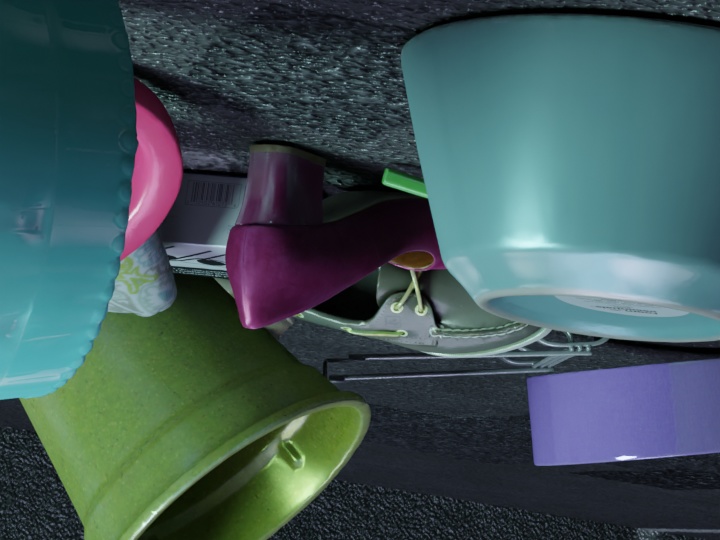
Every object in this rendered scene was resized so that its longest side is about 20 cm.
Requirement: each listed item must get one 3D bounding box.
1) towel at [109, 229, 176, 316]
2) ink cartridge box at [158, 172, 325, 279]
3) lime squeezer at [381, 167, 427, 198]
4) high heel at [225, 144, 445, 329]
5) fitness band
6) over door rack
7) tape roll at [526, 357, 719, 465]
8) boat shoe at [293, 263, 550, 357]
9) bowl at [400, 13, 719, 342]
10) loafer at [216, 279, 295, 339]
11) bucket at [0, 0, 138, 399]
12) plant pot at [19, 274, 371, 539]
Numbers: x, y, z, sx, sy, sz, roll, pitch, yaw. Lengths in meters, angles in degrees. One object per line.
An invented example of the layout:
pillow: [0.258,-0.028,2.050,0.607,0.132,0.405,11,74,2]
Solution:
towel: [-0.205,-0.039,1.309,0.198,0.048,0.171,9,158,11]
ink cartridge box: [-0.115,-0.027,1.417,0.198,0.045,0.094,5,169,13]
lime squeezer: [0.101,-0.026,1.331,0.199,0.038,0.071,15,-161,-46]
high heel: [0.000,0.000,1.333,0.067,0.097,0.200,1,169,32]
fitness band: [-0.181,-0.032,1.176,0.199,0.038,0.144,-28,143,7]
over door rack: [0.057,0.048,1.636,0.198,0.067,0.148,-13,174,-8]
tape roll: [0.219,0.099,1.752,0.198,0.066,0.200,-5,176,0]
boat shoe: [0.018,0.009,1.457,0.200,0.073,0.060,8,177,22]
bowl: [0.109,-0.031,1.034,0.199,0.106,0.201,8,171,1]
loafer: [-0.146,0.036,1.757,0.198,0.069,0.076,7,171,-1]
bucket: [-0.177,-0.043,0.893,0.134,0.209,0.207,3,174,-30]
plant pot: [-0.126,0.075,1.516,0.200,0.185,0.201,-33,160,-14]
